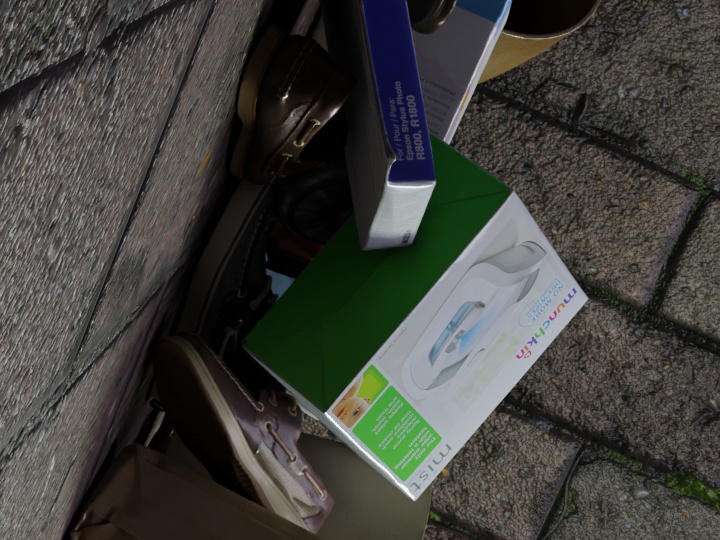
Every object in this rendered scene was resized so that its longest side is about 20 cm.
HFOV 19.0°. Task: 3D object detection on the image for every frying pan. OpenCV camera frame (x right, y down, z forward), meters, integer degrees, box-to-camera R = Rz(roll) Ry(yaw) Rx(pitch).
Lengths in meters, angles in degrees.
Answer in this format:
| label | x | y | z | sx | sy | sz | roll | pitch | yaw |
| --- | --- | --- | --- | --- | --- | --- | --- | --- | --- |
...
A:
| label | x | y | z | sx | sy | sz | roll | pitch | yaw |
| --- | --- | --- | --- | --- | --- | --- | --- | --- | --- |
| frying pan | 0.005 | -0.034 | 1.556 | 0.190 | 0.114 | 0.031 | 49 | 30 | -50 |

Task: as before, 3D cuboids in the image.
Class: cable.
| label | x | y | z | sx | sy | sz | roll | pitch | yaw |
| --- | --- | --- | --- | --- | --- | --- | --- | --- | --- |
| cable | 0.000 | 0.000 | 1.609 | 0.051 | 0.199 | 0.097 | -64 | -169 | 11 |

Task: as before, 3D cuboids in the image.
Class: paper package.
| label | x | y | z | sx | sy | sz | roll | pitch | yaw |
| --- | --- | --- | --- | --- | --- | --- | --- | --- | --- |
| paper package | -0.118 | 0.244 | 1.526 | 0.104 | 0.190 | 0.200 | -61 | 176 | -37 |

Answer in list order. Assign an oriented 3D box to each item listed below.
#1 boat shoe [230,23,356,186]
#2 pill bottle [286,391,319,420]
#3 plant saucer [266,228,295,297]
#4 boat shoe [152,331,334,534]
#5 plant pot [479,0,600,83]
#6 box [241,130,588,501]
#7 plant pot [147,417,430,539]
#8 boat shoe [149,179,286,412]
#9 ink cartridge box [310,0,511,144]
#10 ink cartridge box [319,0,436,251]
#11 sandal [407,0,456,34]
| label | x | y | z | sx | sy | sz | roll | pitch | yaw |
| --- | --- | --- | --- | --- | --- | --- | --- | --- | --- |
| boat shoe | -0.043 | -0.093 | 1.393 | 0.200 | 0.070 | 0.071 | 109 | 6 | -77 |
| pill bottle | -0.006 | 0.057 | 1.883 | 0.200 | 0.111 | 0.112 | -60 | 174 | -77 |
| plant saucer | -0.032 | 0.051 | 1.648 | 0.019 | 0.200 | 0.070 | -30 | -161 | 31 |
| boat shoe | -0.076 | 0.111 | 1.504 | 0.072 | 0.201 | 0.072 | 7 | -135 | 51 |
| plant pot | 0.084 | -0.233 | 1.859 | 0.200 | 0.186 | 0.187 | -46 | -164 | 54 |
| box | 0.041 | 0.034 | 1.517 | 0.200 | 0.097 | 0.177 | -49 | 145 | -6 |
| plant pot | -0.077 | 0.194 | 1.660 | 0.188 | 0.199 | 0.188 | -56 | -166 | 22 |
| boat shoe | -0.077 | 0.029 | 1.535 | 0.075 | 0.092 | 0.201 | -62 | 176 | -61 |
| ink cartridge box | 0.019 | -0.141 | 1.620 | 0.129 | 0.125 | 0.201 | 95 | 20 | -82 |
| ink cartridge box | 0.011 | -0.133 | 1.367 | 0.200 | 0.040 | 0.201 | 107 | -25 | -75 |
| sandal | 0.035 | -0.253 | 1.419 | 0.082 | 0.054 | 0.201 | 159 | -68 | -69 |
